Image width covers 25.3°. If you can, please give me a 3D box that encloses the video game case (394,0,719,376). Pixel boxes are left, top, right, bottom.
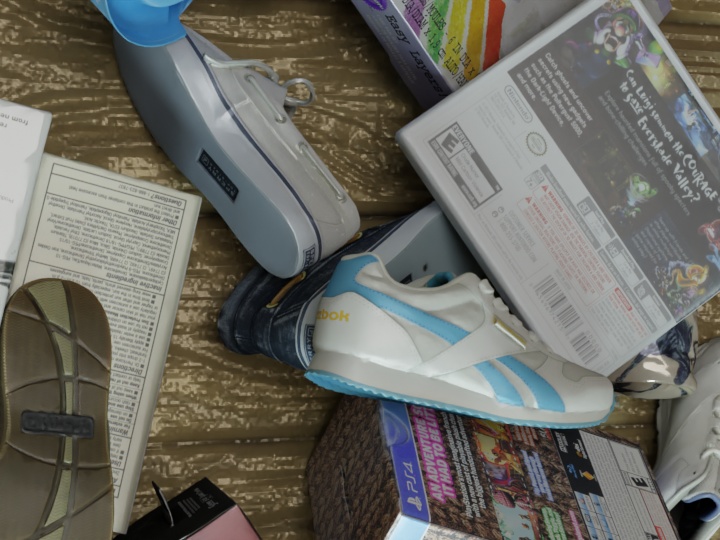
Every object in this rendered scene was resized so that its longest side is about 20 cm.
[{"bbox_3d":[0.149,-0.053,1.008,0.182,0.023,0.200,-35,93,-11],"label":"video game case"}]

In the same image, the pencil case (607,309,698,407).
[{"bbox_3d":[0.185,-0.009,1.069,0.078,0.089,0.201,3,84,-16],"label":"pencil case"}]

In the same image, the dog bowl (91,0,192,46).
[{"bbox_3d":[-0.091,-0.209,0.950,0.050,0.112,0.200,32,46,28],"label":"dog bowl"}]

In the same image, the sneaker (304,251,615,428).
[{"bbox_3d":[0.068,0.045,0.925,0.199,0.076,0.081,15,82,-28],"label":"sneaker"}]

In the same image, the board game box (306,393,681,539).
[{"bbox_3d":[0.081,0.157,0.959,0.199,0.160,0.097,19,116,-16],"label":"board game box"}]

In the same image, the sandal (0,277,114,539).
[{"bbox_3d":[-0.173,0.103,0.852,0.080,0.054,0.201,12,64,-23],"label":"sandal"}]

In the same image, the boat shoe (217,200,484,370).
[{"bbox_3d":[0.000,0.000,1.011,0.200,0.091,0.071,-32,123,-46],"label":"boat shoe"}]

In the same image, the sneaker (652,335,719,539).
[{"bbox_3d":[0.230,0.129,1.068,0.074,0.087,0.200,33,73,-12],"label":"sneaker"}]

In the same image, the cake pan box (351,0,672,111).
[{"bbox_3d":[0.096,-0.186,1.045,0.184,0.052,0.200,-49,121,-21],"label":"cake pan box"}]

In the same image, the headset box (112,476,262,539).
[{"bbox_3d":[-0.067,0.208,0.912,0.075,0.149,0.200,-33,95,-11],"label":"headset box"}]

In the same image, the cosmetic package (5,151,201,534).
[{"bbox_3d":[-0.169,0.044,0.931,0.103,0.087,0.201,17,77,-18],"label":"cosmetic package"}]

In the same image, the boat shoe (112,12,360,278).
[{"bbox_3d":[-0.067,-0.093,0.983,0.086,0.075,0.202,-28,71,-36],"label":"boat shoe"}]

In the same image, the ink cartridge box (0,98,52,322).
[{"bbox_3d":[-0.242,0.010,0.878,0.084,0.146,0.201,15,80,-19],"label":"ink cartridge box"}]
